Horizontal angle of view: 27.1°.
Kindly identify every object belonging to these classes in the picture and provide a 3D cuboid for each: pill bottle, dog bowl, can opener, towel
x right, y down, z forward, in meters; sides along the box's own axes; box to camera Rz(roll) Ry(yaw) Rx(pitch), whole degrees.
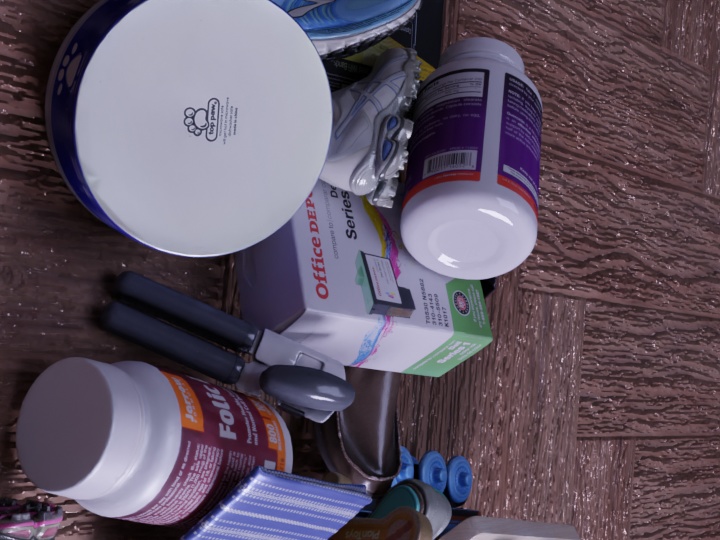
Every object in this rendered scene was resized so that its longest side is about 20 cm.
[{"bbox_3d":[-0.151,0.131,1.111,0.200,0.114,0.115,24,72,-53],"label":"pill bottle"},{"bbox_3d":[-0.123,-0.113,1.091,0.199,0.079,0.201,-6,104,-24],"label":"dog bowl"},{"bbox_3d":[-0.097,0.056,1.138,0.199,0.067,0.054,25,69,-13],"label":"can opener"},{"bbox_3d":[-0.100,0.220,1.155,0.145,0.200,0.024,21,31,-51],"label":"towel"},{"bbox_3d":[0.096,-0.099,1.260,0.113,0.112,0.201,52,35,-42],"label":"pill bottle"}]

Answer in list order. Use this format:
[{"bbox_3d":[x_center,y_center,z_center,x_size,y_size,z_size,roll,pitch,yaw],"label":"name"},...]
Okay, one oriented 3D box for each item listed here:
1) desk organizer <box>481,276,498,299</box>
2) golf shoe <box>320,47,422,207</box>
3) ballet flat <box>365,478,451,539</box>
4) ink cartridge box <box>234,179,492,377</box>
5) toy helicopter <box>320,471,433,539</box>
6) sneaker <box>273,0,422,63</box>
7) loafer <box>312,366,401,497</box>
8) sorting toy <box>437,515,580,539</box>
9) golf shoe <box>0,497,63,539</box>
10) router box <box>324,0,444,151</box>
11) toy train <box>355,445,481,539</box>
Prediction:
[{"bbox_3d":[0.092,-0.059,1.413,0.072,0.077,0.201,-39,144,-44],"label":"desk organizer"},{"bbox_3d":[-0.003,-0.136,1.250,0.200,0.097,0.079,-79,-178,-56],"label":"golf shoe"},{"bbox_3d":[0.003,0.262,1.298,0.200,0.067,0.064,-46,141,13],"label":"ballet flat"},{"bbox_3d":[0.000,0.000,1.257,0.199,0.084,0.145,10,58,-36],"label":"ink cartridge box"},{"bbox_3d":[-0.022,0.229,1.225,0.079,0.200,0.133,33,60,-36],"label":"toy helicopter"},{"bbox_3d":[-0.043,-0.215,1.221,0.199,0.078,0.090,-17,92,-17],"label":"sneaker"},{"bbox_3d":[0.000,0.097,1.310,0.073,0.071,0.201,3,68,-34],"label":"loafer"},{"bbox_3d":[0.096,0.316,1.398,0.200,0.199,0.070,17,39,-53],"label":"sorting toy"},{"bbox_3d":[-0.273,0.205,0.981,0.200,0.072,0.093,3,91,-55],"label":"golf shoe"},{"bbox_3d":[0.000,-0.192,1.356,0.200,0.052,0.158,6,88,-55],"label":"router box"},{"bbox_3d":[0.041,0.226,1.402,0.200,0.086,0.115,18,71,-54],"label":"toy train"}]
